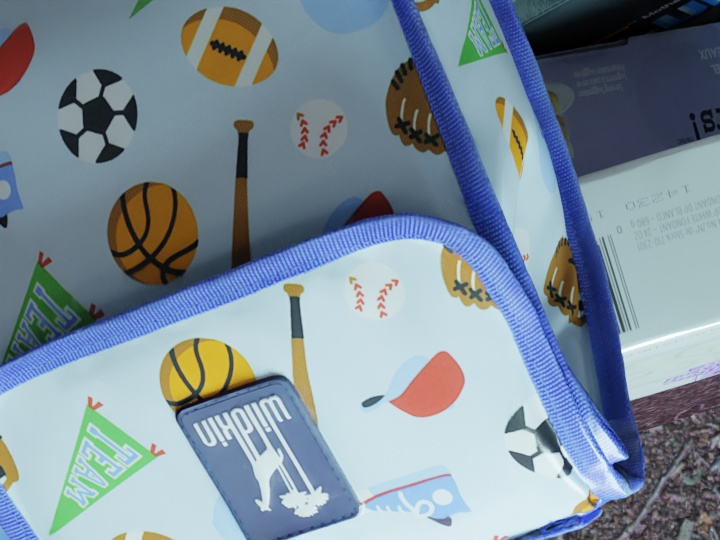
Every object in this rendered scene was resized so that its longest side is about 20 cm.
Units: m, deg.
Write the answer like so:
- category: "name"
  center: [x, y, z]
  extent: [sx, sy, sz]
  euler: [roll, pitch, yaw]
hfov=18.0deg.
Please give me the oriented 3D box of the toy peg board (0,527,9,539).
- category: "toy peg board"
  center: [-0.162, 0.057, 0.804]
  extent: [0.200, 0.098, 0.199]
  euler: [-8, 142, -43]

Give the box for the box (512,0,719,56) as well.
- category: "box"
  center: [0.092, -0.101, 0.760]
  extent: [0.200, 0.046, 0.159]
  euler: [-25, 168, 37]

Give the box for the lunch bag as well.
- category: "lunch bag"
  center: [-0.028, -0.005, 0.625]
  extent: [0.170, 0.201, 0.124]
  euler: [-21, 170, 21]

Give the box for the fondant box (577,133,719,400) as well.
- category: "fondant box"
  center: [0.088, 0.009, 0.764]
  extent: [0.144, 0.058, 0.200]
  euler: [-17, 172, 5]

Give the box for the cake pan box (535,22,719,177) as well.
- category: "cake pan box"
  center: [0.081, -0.036, 0.816]
  extent: [0.200, 0.052, 0.184]
  euler: [-12, 172, -26]
